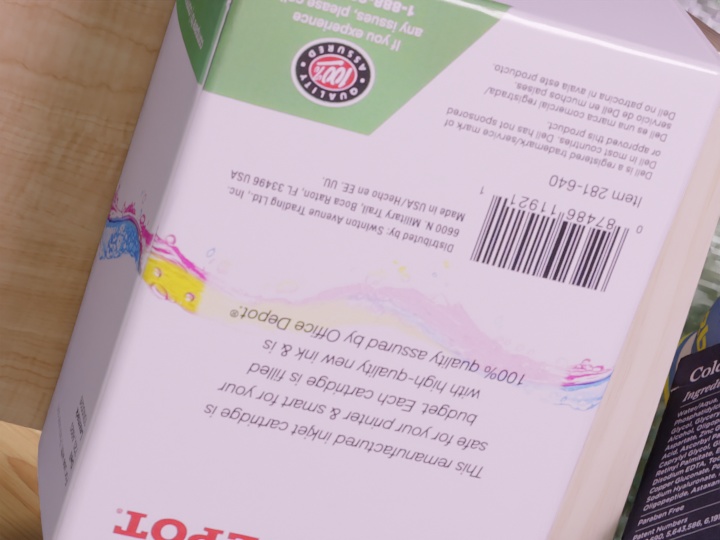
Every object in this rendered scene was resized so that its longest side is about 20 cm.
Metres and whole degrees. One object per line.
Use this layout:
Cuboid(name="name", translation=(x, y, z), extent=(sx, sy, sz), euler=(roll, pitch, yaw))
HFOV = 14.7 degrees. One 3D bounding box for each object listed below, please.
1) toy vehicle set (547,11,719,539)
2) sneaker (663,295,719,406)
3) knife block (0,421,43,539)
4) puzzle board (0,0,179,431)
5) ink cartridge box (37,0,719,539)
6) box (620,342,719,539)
Cuboid(name="toy vehicle set", translation=(0.074, 0.016, 0.896), extent=(0.026, 0.124, 0.201), euler=(15, 101, -8))
Cuboid(name="sneaker", translation=(0.203, 0.049, 0.910), extent=(0.199, 0.074, 0.082), euler=(16, 140, -3))
Cuboid(name="knife block", translation=(-0.068, 0.099, 0.948), extent=(0.199, 0.064, 0.176), euler=(-5, 100, 3))
Cuboid(name="puzzle board", translation=(-0.088, -0.023, 0.846), extent=(0.199, 0.017, 0.151), euler=(16, 111, -19))
Cuboid(name="ink cartridge box", translation=(0.000, 0.000, 0.819), extent=(0.144, 0.084, 0.201), euler=(14, 111, -16))
Cuboid(name="box", translation=(0.169, 0.138, 0.830), extent=(0.104, 0.183, 0.200), euler=(-24, 121, 42))
